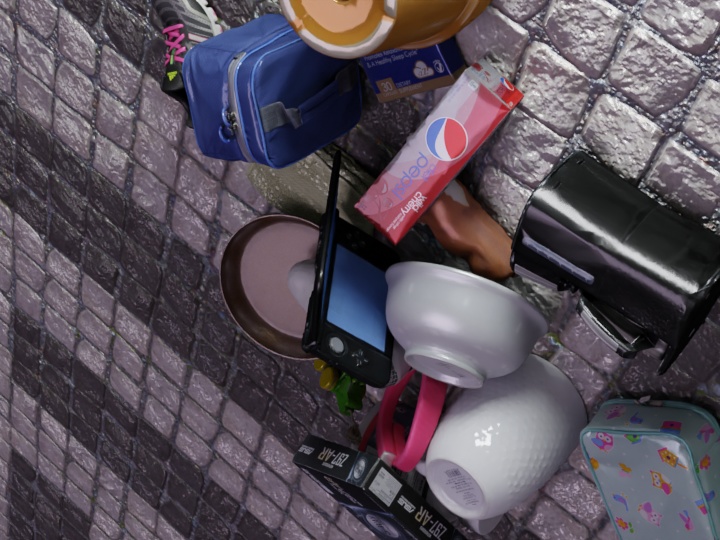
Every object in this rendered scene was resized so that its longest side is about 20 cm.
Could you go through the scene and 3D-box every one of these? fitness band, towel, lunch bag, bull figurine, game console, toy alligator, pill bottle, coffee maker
[{"bbox_3d":[0.062,0.160,1.558,0.037,0.200,0.145,20,107,-9],"label":"fitness band"},{"bbox_3d":[-0.058,-0.103,1.579,0.199,0.036,0.149,39,142,15],"label":"towel"},{"bbox_3d":[-0.092,-0.198,1.399,0.131,0.200,0.137,10,123,37],"label":"lunch bag"},{"bbox_3d":[0.099,-0.059,1.433,0.201,0.065,0.121,51,147,3],"label":"bull figurine"},{"bbox_3d":[0.000,0.000,1.438,0.175,0.202,0.116,30,136,-25],"label":"game console"},{"bbox_3d":[-0.015,0.148,1.682,0.059,0.201,0.054,26,112,-29],"label":"toy alligator"},{"bbox_3d":[0.095,0.259,1.656,0.199,0.119,0.121,24,136,30],"label":"pill bottle"},{"bbox_3d":[0.337,0.234,1.424,0.159,0.077,0.202,0,121,47],"label":"lunch bag"},{"bbox_3d":[0.265,-0.030,1.255,0.199,0.134,0.193,34,117,18],"label":"coffee maker"}]

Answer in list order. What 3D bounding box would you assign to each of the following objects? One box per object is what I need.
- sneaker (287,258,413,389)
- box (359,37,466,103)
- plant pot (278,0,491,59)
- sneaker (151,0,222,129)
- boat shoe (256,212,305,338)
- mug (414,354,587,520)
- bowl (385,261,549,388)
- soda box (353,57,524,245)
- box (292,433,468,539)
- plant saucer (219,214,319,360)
[{"bbox_3d":[-0.020,0.061,1.530,0.199,0.080,0.077,38,131,18],"label":"sneaker"},{"bbox_3d":[0.027,-0.282,1.347,0.120,0.032,0.202,-6,115,48],"label":"box"},{"bbox_3d":[0.016,-0.288,1.191,0.198,0.183,0.202,14,124,22],"label":"plant pot"},{"bbox_3d":[-0.213,-0.260,1.563,0.073,0.087,0.202,-2,119,46],"label":"sneaker"},{"bbox_3d":[-0.086,0.010,1.676,0.074,0.068,0.202,5,118,44],"label":"boat shoe"},{"bbox_3d":[0.144,0.206,1.515,0.199,0.175,0.149,-8,115,48],"label":"mug"},{"bbox_3d":[0.107,0.073,1.437,0.199,0.091,0.201,20,163,6],"label":"bowl"},{"bbox_3d":[0.081,-0.123,1.329,0.063,0.070,0.200,41,118,2],"label":"soda box"},{"bbox_3d":[0.027,0.291,1.597,0.200,0.044,0.159,46,159,-30],"label":"box"},{"bbox_3d":[-0.084,0.018,1.611,0.198,0.032,0.202,9,116,18],"label":"plant saucer"}]
